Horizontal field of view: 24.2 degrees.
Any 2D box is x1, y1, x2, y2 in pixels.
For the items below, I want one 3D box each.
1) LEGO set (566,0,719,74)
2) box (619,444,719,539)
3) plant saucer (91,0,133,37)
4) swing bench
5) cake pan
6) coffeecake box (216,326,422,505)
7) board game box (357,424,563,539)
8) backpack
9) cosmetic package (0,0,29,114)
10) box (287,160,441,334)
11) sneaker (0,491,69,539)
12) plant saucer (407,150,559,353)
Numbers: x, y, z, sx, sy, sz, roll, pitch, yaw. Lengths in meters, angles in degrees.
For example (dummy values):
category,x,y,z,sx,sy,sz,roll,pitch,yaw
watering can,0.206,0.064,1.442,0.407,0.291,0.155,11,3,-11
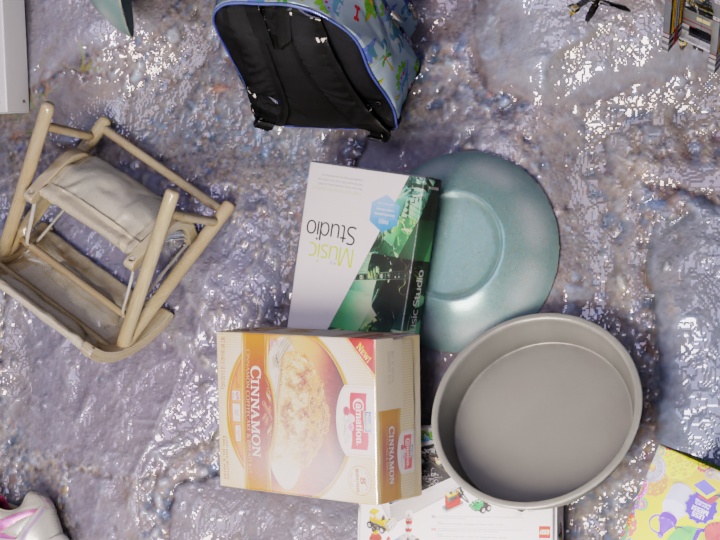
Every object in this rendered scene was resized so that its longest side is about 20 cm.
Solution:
category,x,y,z,sx,sy,sz,roll,pitch,yaw
LEGO set,0.302,-0.277,1.580,0.199,0.116,0.154,22,60,20
box,0.336,0.246,1.413,0.199,0.192,0.123,23,90,23
plant saucer,-0.273,-0.342,1.757,0.038,0.201,0.203,-8,77,-3
swing bench,-0.276,-0.037,1.750,0.198,0.130,0.201,34,100,23
cake pan,0.165,0.134,1.552,0.199,0.037,0.201,-11,55,16
coffeecake box,-0.041,0.135,1.608,0.199,0.073,0.155,1,93,38
board game box,0.095,0.212,1.603,0.199,0.035,0.127,-2,79,22
backpack,-0.045,-0.241,1.647,0.182,0.200,0.148,7,64,25
cosmetic package,-0.449,-0.274,1.877,0.150,0.052,0.202,-1,94,20
box,0.000,0.000,1.646,0.144,0.036,0.202,10,95,37
sneaker,-0.396,0.284,1.774,0.199,0.081,0.089,-13,75,11
plant saucer,0.093,-0.021,1.641,0.200,0.039,0.203,-4,80,22
